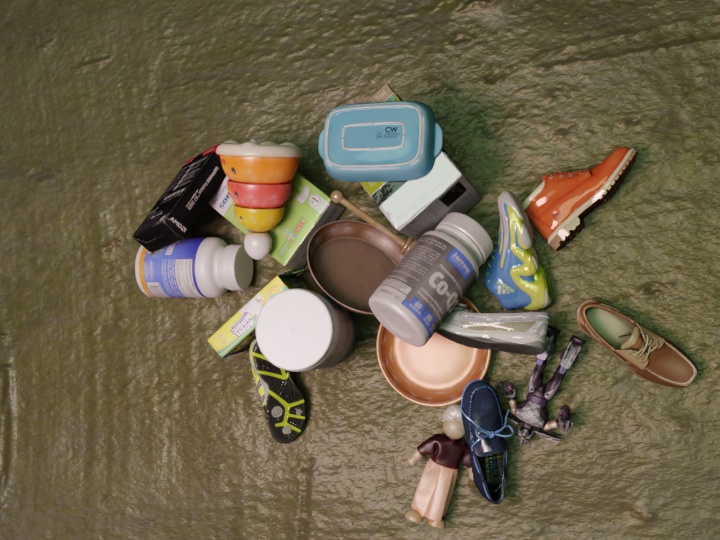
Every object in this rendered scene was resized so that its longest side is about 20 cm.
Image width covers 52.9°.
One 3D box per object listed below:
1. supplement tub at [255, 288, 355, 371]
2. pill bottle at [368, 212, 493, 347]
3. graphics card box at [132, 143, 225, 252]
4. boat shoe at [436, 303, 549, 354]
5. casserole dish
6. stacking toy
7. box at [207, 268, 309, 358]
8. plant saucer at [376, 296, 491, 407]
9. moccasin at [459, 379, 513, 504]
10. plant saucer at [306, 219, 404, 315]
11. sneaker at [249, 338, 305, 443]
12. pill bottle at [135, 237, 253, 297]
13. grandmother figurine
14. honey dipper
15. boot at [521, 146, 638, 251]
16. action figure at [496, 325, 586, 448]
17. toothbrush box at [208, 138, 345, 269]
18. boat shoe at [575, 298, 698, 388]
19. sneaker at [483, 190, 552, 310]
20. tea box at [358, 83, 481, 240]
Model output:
[{"bbox_3d":[-0.086,0.101,1.212,0.130,0.200,0.134,-1,84,9],"label":"supplement tub"},{"bbox_3d":[0.115,0.011,1.141,0.113,0.114,0.200,35,71,17],"label":"pill bottle"},{"bbox_3d":[-0.320,-0.132,1.316,0.125,0.051,0.201,-15,39,44],"label":"graphics card box"},{"bbox_3d":[0.199,0.087,1.154,0.200,0.074,0.065,6,70,32],"label":"boat shoe"},{"bbox_3d":[0.024,-0.197,1.085,0.198,0.039,0.123,1,86,17],"label":"casserole dish"},{"bbox_3d":[-0.171,-0.117,1.228,0.145,0.146,0.202,5,101,18],"label":"stacking toy"},{"bbox_3d":[-0.169,0.071,1.291,0.200,0.117,0.048,-44,82,9],"label":"box"},{"bbox_3d":[0.126,0.129,1.234,0.198,0.037,0.203,-1,85,17],"label":"plant saucer"},{"bbox_3d":[0.210,0.273,1.148,0.080,0.068,0.202,-15,104,-6],"label":"moccasin"},{"bbox_3d":[0.000,0.000,1.228,0.200,0.200,0.035,44,137,16],"label":"plant saucer"},{"bbox_3d":[-0.150,0.211,1.304,0.075,0.076,0.202,-13,97,-18],"label":"sneaker"},{"bbox_3d":[-0.305,-0.006,1.345,0.198,0.112,0.113,-1,85,17],"label":"pill bottle"},{"bbox_3d":[0.141,0.320,1.197,0.120,0.061,0.202,14,93,-14],"label":"grandmother figurine"},{"bbox_3d":[0.033,-0.077,1.248,0.199,0.038,0.038,36,96,-2],"label":"honey dipper"},{"bbox_3d":[0.351,-0.140,1.169,0.200,0.075,0.107,-46,69,10],"label":"boot"},{"bbox_3d":[0.289,0.191,1.161,0.129,0.069,0.202,21,95,13],"label":"action figure"},{"bbox_3d":[-0.152,-0.119,1.319,0.199,0.086,0.146,37,96,16],"label":"toothbrush box"},{"bbox_3d":[0.421,0.114,1.120,0.199,0.074,0.076,32,95,18],"label":"boat shoe"},{"bbox_3d":[0.236,-0.023,1.179,0.104,0.076,0.202,-18,93,22],"label":"sneaker"},{"bbox_3d":[0.078,-0.166,1.189,0.133,0.200,0.197,-39,74,11],"label":"tea box"}]
